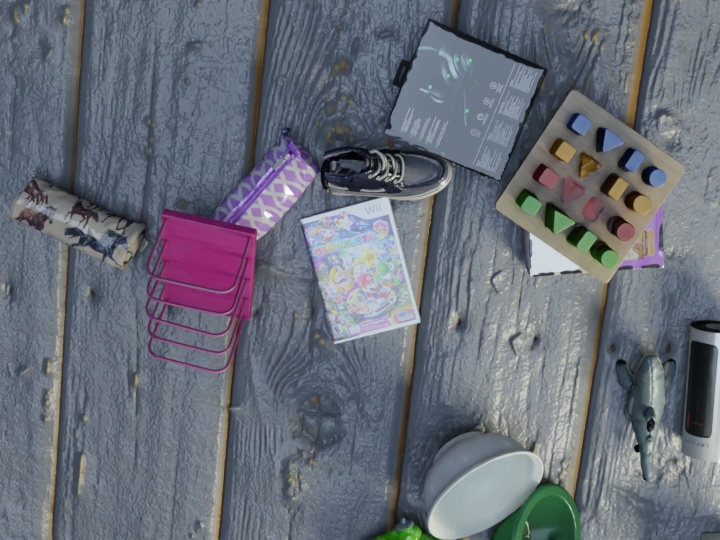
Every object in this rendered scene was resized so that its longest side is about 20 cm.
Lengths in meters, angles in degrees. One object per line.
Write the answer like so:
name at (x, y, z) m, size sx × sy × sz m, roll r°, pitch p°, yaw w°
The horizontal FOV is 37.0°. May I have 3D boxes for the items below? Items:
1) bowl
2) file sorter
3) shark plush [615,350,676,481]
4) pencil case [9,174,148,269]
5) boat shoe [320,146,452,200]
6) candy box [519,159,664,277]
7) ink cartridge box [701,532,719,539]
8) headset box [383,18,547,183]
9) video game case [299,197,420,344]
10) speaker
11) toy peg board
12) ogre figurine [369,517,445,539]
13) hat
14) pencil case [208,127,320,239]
bowl at (0.170, 0.310, 1.632) m, size 0.201 × 0.201 × 0.091 m, roll -40°, pitch 52°, yaw 9°
file sorter at (-0.236, 0.036, 1.559) m, size 0.137 × 0.126 × 0.201 m, roll 12°, pitch 140°, yaw 1°
shark plush at (0.425, 0.217, 1.625) m, size 0.090 × 0.083 × 0.203 m, roll 10°, pitch 101°, yaw 1°
pencil case at (-0.420, -0.071, 1.620) m, size 0.198 × 0.090 × 0.078 m, roll 24°, pitch 107°, yaw -4°
boat shoe at (0.035, -0.144, 1.569) m, size 0.197 × 0.093 × 0.076 m, roll -4°, pitch 83°, yaw 4°
candy box at (0.338, -0.085, 1.581) m, size 0.197 × 0.072 × 0.170 m, roll -4°, pitch 100°, yaw 3°
ink cartridge box at (0.576, 0.523, 1.641) m, size 0.083 × 0.145 × 0.203 m, roll -2°, pitch 100°, yaw 5°
headset box at (0.143, -0.247, 1.551) m, size 0.198 × 0.093 × 0.176 m, roll 22°, pitch 101°, yaw -1°
video game case at (0.000, 0.000, 1.643) m, size 0.141 × 0.018 × 0.203 m, roll -14°, pitch 99°, yaw 6°
speaker at (0.529, 0.182, 1.616) m, size 0.080 × 0.081 × 0.203 m, roll 2°, pitch 101°, yaw 3°
toy peg board at (0.323, -0.112, 1.492) m, size 0.199 × 0.098 × 0.200 m, roll 33°, pitch 100°, yaw -4°
ogre figurine at (0.093, 0.464, 1.687) m, size 0.200 × 0.098 × 0.121 m, roll 41°, pitch 117°, yaw 20°
hat at (0.225, 0.426, 1.700) m, size 0.200 × 0.175 × 0.167 m, roll -48°, pitch 117°, yaw -33°
pencil case at (-0.146, -0.110, 1.597) m, size 0.084 × 0.085 × 0.200 m, roll 42°, pitch 101°, yaw 2°
